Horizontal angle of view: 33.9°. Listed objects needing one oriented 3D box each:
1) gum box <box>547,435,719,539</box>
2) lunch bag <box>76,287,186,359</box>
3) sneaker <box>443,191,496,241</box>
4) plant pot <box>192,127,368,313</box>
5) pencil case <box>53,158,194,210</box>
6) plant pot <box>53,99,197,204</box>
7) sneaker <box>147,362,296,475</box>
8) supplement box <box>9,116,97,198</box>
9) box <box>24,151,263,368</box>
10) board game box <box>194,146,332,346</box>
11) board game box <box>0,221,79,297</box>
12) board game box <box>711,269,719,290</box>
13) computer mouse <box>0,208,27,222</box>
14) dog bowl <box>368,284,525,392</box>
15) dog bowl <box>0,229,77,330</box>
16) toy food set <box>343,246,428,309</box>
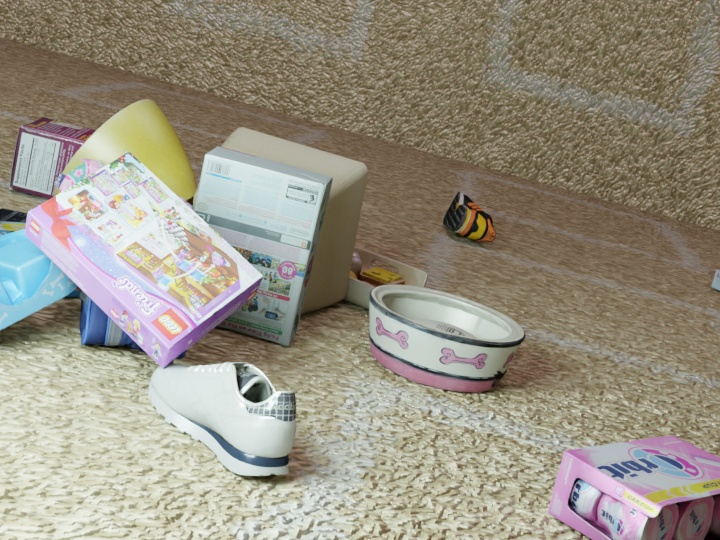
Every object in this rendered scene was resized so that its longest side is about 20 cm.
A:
[{"bbox_3d":[0.281,0.216,1.123,0.198,0.067,0.113,1,17,-43],"label":"gum box"},{"bbox_3d":[-0.251,0.001,1.294,0.131,0.138,0.200,10,14,-16],"label":"lunch bag"},{"bbox_3d":[0.223,-0.097,2.364,0.089,0.070,0.200,28,12,-8],"label":"sneaker"},{"bbox_3d":[-0.125,-0.049,1.540,0.197,0.202,0.177,17,24,15],"label":"plant pot"},{"bbox_3d":[-0.290,-0.076,1.476,0.199,0.089,0.087,25,17,33],"label":"pencil case"},{"bbox_3d":[-0.310,-0.118,1.669,0.142,0.200,0.200,43,17,4],"label":"plant pot"},{"bbox_3d":[-0.124,0.116,1.085,0.076,0.082,0.199,-2,18,-44],"label":"sneaker"},{"bbox_3d":[-0.426,-0.161,1.840,0.197,0.104,0.131,14,14,-3],"label":"supplement box"},{"bbox_3d":[-0.214,-0.015,1.171,0.200,0.039,0.137,42,50,12],"label":"box"},{"bbox_3d":[-0.128,-0.029,1.403,0.146,0.202,0.064,15,15,2],"label":"board game box"},{"bbox_3d":[-0.356,-0.014,1.441,0.198,0.048,0.150,2,19,-42],"label":"board game box"},{"bbox_3d":[0.864,0.054,2.437,0.198,0.044,0.199,5,17,-34],"label":"board game box"},{"bbox_3d":[-0.498,-0.063,1.544,0.198,0.034,0.059,14,29,21],"label":"computer mouse"},{"bbox_3d":[0.099,0.085,1.456,0.197,0.075,0.200,14,13,-3],"label":"dog bowl"},{"bbox_3d":[-0.363,0.016,1.175,0.111,0.050,0.199,12,31,38],"label":"dog bowl"},{"bbox_3d":[0.000,0.000,1.723,0.142,0.061,0.199,20,15,23],"label":"toy food set"}]
